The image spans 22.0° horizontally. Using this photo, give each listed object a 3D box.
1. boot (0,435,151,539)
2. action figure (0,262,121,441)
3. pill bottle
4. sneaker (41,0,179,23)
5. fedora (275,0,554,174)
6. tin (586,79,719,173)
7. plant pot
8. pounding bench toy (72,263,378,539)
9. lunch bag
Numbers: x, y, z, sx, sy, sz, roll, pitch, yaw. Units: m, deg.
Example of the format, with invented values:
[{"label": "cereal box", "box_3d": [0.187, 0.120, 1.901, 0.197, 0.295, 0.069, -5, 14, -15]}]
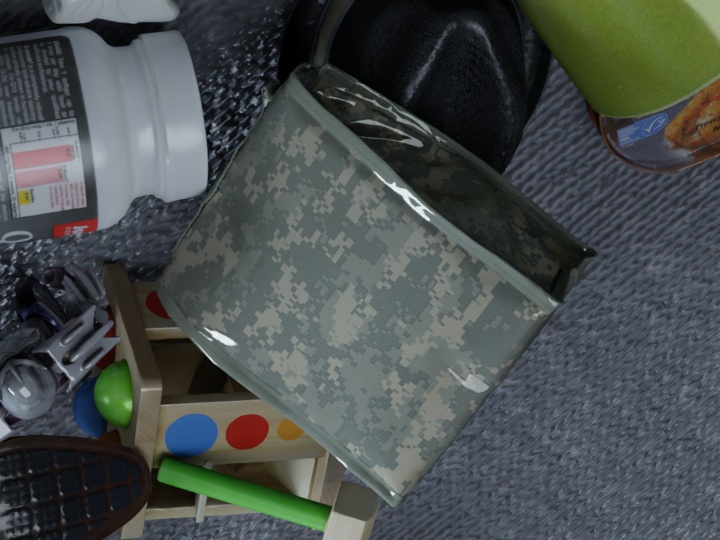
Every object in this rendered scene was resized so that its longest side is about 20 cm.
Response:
[{"label": "boot", "box_3d": [-0.225, 0.134, 1.062, 0.199, 0.097, 0.076, -9, 93, -33]}, {"label": "action figure", "box_3d": [-0.201, 0.047, 1.054, 0.129, 0.200, 0.070, -28, 103, -9]}, {"label": "pill bottle", "box_3d": [-0.191, -0.073, 1.025, 0.198, 0.116, 0.117, -9, 127, -13]}, {"label": "sneaker", "box_3d": [-0.103, -0.218, 0.989, 0.099, 0.078, 0.201, 5, 132, -30]}, {"label": "fedora", "box_3d": [0.045, -0.108, 1.099, 0.199, 0.092, 0.202, -10, 127, -13]}, {"label": "tin", "box_3d": [0.239, -0.136, 1.186, 0.198, 0.042, 0.113, -21, 133, -4]}, {"label": "plant pot", "box_3d": [0.129, -0.219, 1.005, 0.200, 0.187, 0.187, 41, 105, -21]}, {"label": "pounding bench toy", "box_3d": [-0.087, 0.101, 1.133, 0.155, 0.201, 0.125, -1, 125, -20]}, {"label": "lunch bag", "box_3d": [0.000, 0.000, 1.031, 0.199, 0.118, 0.164, 38, 116, 4]}]
